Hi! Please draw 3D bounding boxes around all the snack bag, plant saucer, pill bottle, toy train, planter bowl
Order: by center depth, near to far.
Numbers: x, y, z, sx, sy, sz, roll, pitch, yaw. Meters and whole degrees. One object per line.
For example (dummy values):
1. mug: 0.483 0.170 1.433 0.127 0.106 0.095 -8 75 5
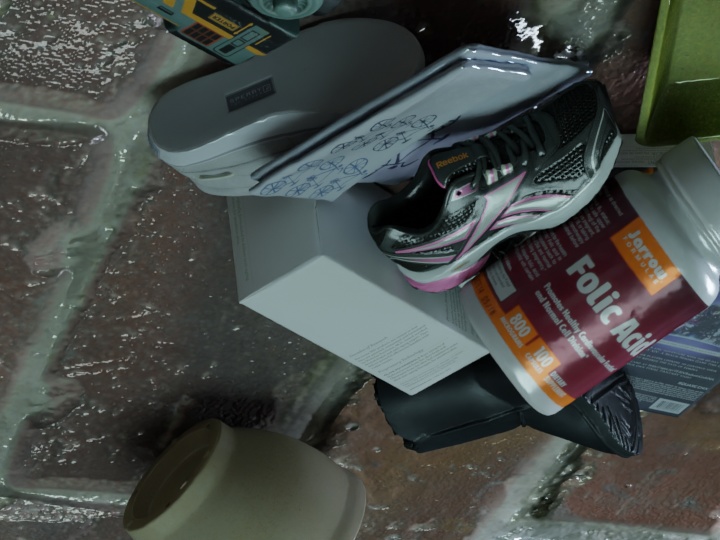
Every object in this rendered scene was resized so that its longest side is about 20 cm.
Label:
1. toy train: -0.105 -0.197 1.404 0.114 0.086 0.200 -25 144 38
2. snack bag: 0.044 -0.097 1.572 0.188 0.021 0.200 -30 167 26
3. plant saucer: 0.290 -0.171 1.575 0.199 0.048 0.200 -6 145 -5
4. pill bottle: 0.180 0.002 1.627 0.200 0.114 0.114 -36 140 10
5. planter bowl: -0.111 0.208 1.926 0.200 0.201 0.135 -35 112 32

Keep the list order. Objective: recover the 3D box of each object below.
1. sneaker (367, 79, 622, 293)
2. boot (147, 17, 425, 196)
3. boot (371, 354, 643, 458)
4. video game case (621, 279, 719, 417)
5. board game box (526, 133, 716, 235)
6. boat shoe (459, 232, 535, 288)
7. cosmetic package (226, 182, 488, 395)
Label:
1. sneaker: 0.090 -0.062 1.599 0.200 0.080 0.086 -41 139 16
2. boot: -0.040 -0.108 1.581 0.199 0.074 0.096 -15 156 15
3. boot: 0.122 0.111 1.903 0.168 0.077 0.200 -17 147 28
4. video game case: 0.268 0.055 1.925 0.142 0.019 0.200 13 139 -30
5. board game box: 0.182 -0.031 1.762 0.126 0.035 0.200 -1 145 -11
6. boat shoe: 0.113 0.000 1.721 0.064 0.071 0.200 -34 112 17
7. cosmetic package: 0.000 0.000 1.701 0.085 0.108 0.200 -30 139 29
